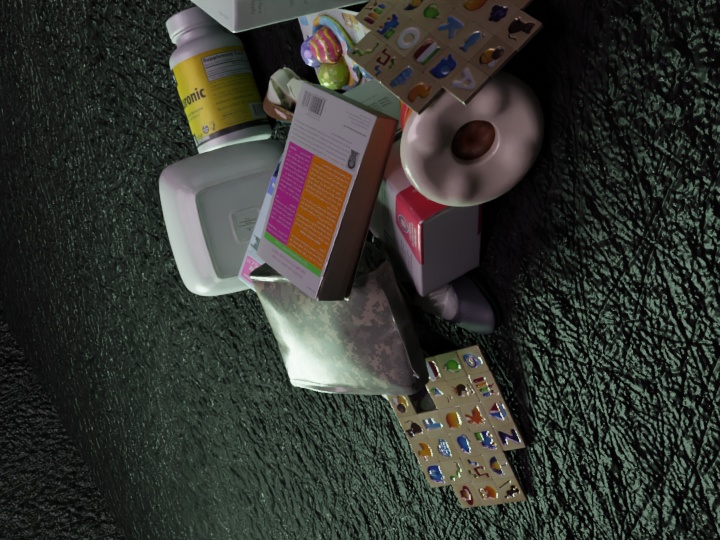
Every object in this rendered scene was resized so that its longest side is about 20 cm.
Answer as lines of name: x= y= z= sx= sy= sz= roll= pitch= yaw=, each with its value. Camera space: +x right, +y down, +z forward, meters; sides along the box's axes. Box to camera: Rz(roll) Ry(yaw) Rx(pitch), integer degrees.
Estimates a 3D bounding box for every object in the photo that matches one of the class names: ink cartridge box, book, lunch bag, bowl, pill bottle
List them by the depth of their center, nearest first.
book: x=-0.042 y=-0.085 z=1.173 sx=0.133 sy=0.048 sz=0.201 roll=32 pitch=112 yaw=43
ink cartridge box: x=0.046 y=-0.095 z=1.222 sx=0.200 sy=0.084 sz=0.145 roll=53 pitch=163 yaw=30
lunch bag: x=-0.010 y=0.053 z=1.285 sx=0.200 sy=0.117 sz=0.165 roll=6 pitch=124 yaw=46
ink cartridge box: x=-0.077 y=-0.075 z=1.344 sx=0.042 sy=0.119 sz=0.200 roll=35 pitch=130 yaw=18
bowl: x=-0.161 y=-0.069 z=1.513 sx=0.075 sy=0.199 sz=0.200 roll=-155 pitch=50 yaw=-66
pill bottle: x=-0.208 y=-0.271 z=1.578 sx=0.111 sy=0.111 sz=0.201 roll=-18 pitch=90 yaw=62

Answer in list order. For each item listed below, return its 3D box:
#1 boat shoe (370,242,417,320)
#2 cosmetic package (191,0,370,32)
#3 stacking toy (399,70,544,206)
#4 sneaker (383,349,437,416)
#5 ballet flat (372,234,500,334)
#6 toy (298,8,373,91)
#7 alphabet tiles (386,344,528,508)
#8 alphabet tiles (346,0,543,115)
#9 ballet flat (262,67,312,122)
boat shoe: x=0.000 y=0.000 z=1.411 sx=0.200 sy=0.075 sz=0.074 roll=41 pitch=137 yaw=43
cosmetic package: x=-0.093 y=-0.382 z=1.202 sx=0.165 sy=0.199 sz=0.165 roll=42 pitch=141 yaw=41
stacking toy: x=0.089 y=-0.172 z=1.126 sx=0.200 sy=0.146 sz=0.147 roll=-113 pitch=21 yaw=-52
sneaker: x=0.048 y=0.131 z=1.433 sx=0.200 sy=0.075 sz=0.100 roll=43 pitch=167 yaw=36
ballet flat: x=0.078 y=0.010 z=1.280 sx=0.200 sy=0.073 sz=0.073 roll=51 pitch=146 yaw=33
toy: x=-0.031 y=-0.253 z=1.311 sx=0.200 sy=0.047 sz=0.115 roll=25 pitch=140 yaw=52
alphabet tiles: x=0.119 y=0.192 z=1.315 sx=0.167 sy=0.008 sz=0.201 roll=-19 pitch=101 yaw=42
alphabet tiles: x=0.079 y=-0.236 z=1.050 sx=0.006 sy=0.166 sz=0.200 roll=43 pitch=-177 yaw=-47
ballet flat: x=-0.076 y=-0.218 z=1.403 sx=0.200 sy=0.068 sz=0.072 roll=36 pitch=169 yaw=49
